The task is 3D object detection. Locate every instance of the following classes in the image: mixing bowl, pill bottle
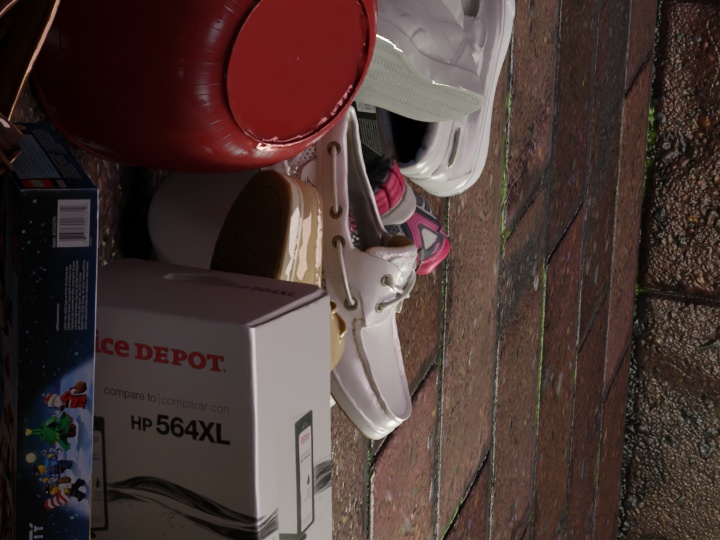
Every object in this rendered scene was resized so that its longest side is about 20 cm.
[{"bbox_3d":[-0.065,-0.128,1.103,0.200,0.108,0.201,-24,130,-32],"label":"mixing bowl"},{"bbox_3d":[-0.070,0.012,1.316,0.200,0.111,0.111,70,32,-60],"label":"pill bottle"}]

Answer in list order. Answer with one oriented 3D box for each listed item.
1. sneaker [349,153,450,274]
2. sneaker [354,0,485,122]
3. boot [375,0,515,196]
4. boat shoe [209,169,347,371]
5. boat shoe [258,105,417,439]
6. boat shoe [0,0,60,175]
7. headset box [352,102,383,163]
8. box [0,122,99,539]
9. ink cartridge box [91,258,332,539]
[{"bbox_3d":[-0.012,-0.018,1.427,0.081,0.075,0.200,-49,-165,-19],"label":"sneaker"},{"bbox_3d":[0.007,-0.174,1.367,0.200,0.074,0.116,18,59,-56],"label":"sneaker"},{"bbox_3d":[0.058,-0.157,1.488,0.096,0.073,0.201,19,73,-65],"label":"boot"},{"bbox_3d":[-0.044,0.039,1.168,0.069,0.074,0.200,-2,115,-33],"label":"boat shoe"},{"bbox_3d":[0.000,0.000,1.217,0.071,0.069,0.200,-43,116,-68],"label":"boat shoe"},{"bbox_3d":[-0.188,-0.063,0.933,0.072,0.067,0.200,67,34,-62],"label":"boat shoe"},{"bbox_3d":[0.016,-0.200,1.583,0.149,0.075,0.200,79,25,-50],"label":"headset box"},{"bbox_3d":[-0.160,0.040,1.015,0.137,0.038,0.201,-138,-131,-65],"label":"box"},{"bbox_3d":[-0.095,0.105,1.112,0.084,0.146,0.201,-24,116,-57],"label":"ink cartridge box"}]
